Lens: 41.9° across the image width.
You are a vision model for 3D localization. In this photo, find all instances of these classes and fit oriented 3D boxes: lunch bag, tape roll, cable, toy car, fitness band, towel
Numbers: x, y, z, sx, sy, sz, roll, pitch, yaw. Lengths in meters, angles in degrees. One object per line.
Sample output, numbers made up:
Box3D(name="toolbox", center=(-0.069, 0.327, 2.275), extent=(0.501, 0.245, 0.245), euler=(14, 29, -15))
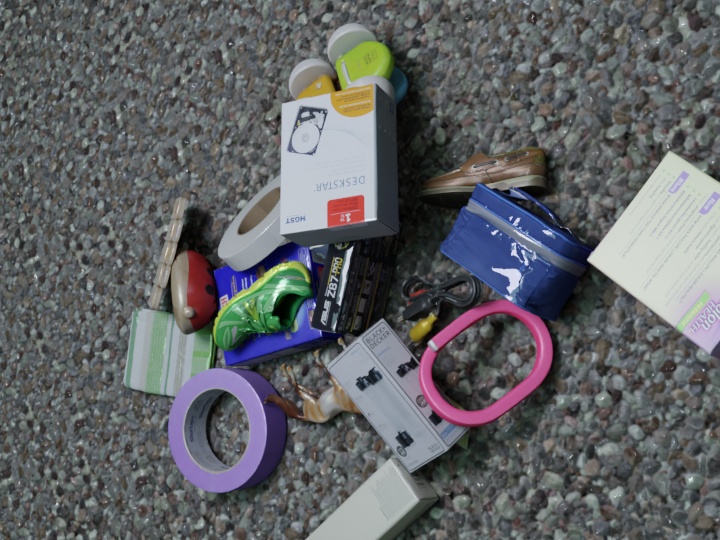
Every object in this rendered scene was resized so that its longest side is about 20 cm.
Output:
Box3D(name="lunch bag", center=(0.219, -0.038, 1.312), extent=(0.200, 0.135, 0.133), euler=(38, 101, 32))
Box3D(name="tape roll", center=(-0.223, 0.264, 1.565), extent=(0.198, 0.065, 0.202), euler=(-3, 84, 28))
Box3D(name="cable", center=(0.118, 0.038, 1.379), extent=(0.200, 0.050, 0.098), euler=(-31, 52, 48))
Box3D(name="toy car", center=(-0.010, -0.272, 1.491), extent=(0.199, 0.149, 0.176), euler=(-36, 50, 26))
Box3D(name="fitness band", center=(0.175, 0.128, 1.308), extent=(0.199, 0.037, 0.144), euler=(-35, 77, -13))
Box3D(name="towel", center=(-0.340, 0.151, 1.697), extent=(0.198, 0.031, 0.151), euler=(4, 86, 30))
Box3D(name="tape roll", center=(-0.152, -0.086, 1.542), extent=(0.202, 0.037, 0.203), euler=(-39, 22, 19))

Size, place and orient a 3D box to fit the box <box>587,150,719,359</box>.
Box3D(name="box", center=(0.430, -0.019, 1.200), extent=(0.200, 0.096, 0.177), euler=(42, 103, 31))

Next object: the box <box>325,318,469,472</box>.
Box3D(name="box", center=(0.052, 0.181, 1.352), extent=(0.200, 0.060, 0.117), euler=(50, 142, 6))

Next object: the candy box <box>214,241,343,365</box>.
Box3D(name="candy box", center=(-0.138, 0.055, 1.555), extent=(0.199, 0.077, 0.171), euler=(-17, 73, 27))

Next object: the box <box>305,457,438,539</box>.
Box3D(name="box", center=(0.016, 0.373, 1.405), extent=(0.200, 0.068, 0.082), euler=(-46, 62, 18))

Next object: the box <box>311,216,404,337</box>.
Box3D(name="box", center=(0.000, 0.000, 1.427), extent=(0.049, 0.161, 0.202), euler=(10, 87, 28))

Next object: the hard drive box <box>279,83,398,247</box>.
Box3D(name="hard drive box", center=(-0.030, -0.146, 1.336), extent=(0.154, 0.077, 0.202), euler=(-8, 74, 24))

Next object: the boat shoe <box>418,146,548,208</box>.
Box3D(name="boat shoe", center=(0.183, -0.139, 1.398), extent=(0.198, 0.072, 0.069), euler=(-4, 74, 22))

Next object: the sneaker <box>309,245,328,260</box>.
Box3D(name="sneaker", center=(-0.029, -0.109, 1.497), extent=(0.067, 0.089, 0.202), euler=(174, 107, -77))

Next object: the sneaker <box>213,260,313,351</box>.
Box3D(name="sneaker", center=(-0.155, 0.068, 1.474), extent=(0.200, 0.074, 0.084), euler=(-41, 61, 19))

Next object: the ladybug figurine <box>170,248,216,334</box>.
Box3D(name="ladybug figurine", center=(-0.284, 0.034, 1.611), extent=(0.200, 0.071, 0.137), euler=(-111, 17, -63))

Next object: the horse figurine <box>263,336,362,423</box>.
Box3D(name="horse figurine", center=(-0.057, 0.191, 1.475), extent=(0.199, 0.050, 0.133), euler=(-27, 97, 31))

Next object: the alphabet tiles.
Box3D(name="alphabet tiles", center=(-0.342, -0.031, 1.660), extent=(0.195, 0.014, 0.202), euler=(-169, 94, -74))

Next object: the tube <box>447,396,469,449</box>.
Box3D(name="tube", center=(0.087, 0.187, 1.405), extent=(0.199, 0.058, 0.052), euler=(34, 92, 33))
